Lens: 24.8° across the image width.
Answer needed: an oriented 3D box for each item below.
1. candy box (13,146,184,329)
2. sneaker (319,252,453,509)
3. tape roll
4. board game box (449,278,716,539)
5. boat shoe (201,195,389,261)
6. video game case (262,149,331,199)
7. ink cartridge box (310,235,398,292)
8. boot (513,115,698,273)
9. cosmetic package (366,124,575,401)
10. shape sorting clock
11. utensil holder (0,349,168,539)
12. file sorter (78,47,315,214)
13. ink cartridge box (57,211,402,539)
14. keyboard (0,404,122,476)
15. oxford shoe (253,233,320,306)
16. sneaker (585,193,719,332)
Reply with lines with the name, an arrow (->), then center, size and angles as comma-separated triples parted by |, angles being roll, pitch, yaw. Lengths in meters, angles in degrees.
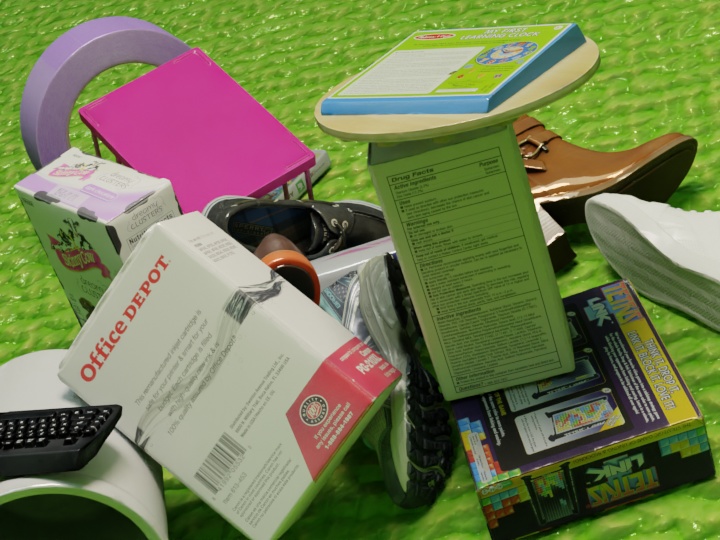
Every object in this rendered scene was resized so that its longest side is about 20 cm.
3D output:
candy box -> -0.199, 0.008, 1.420 | 0.071, 0.201, 0.167 | -35, 32, -26
sneaker -> 0.012, 0.091, 1.241 | 0.086, 0.078, 0.202 | -22, 58, 21
tape roll -> -0.242, -0.153, 1.670 | 0.199, 0.202, 0.066 | -29, 30, -15
board game box -> 0.150, 0.098, 1.200 | 0.164, 0.057, 0.201 | -17, 29, 2
boat shoe -> -0.044, -0.031, 1.454 | 0.198, 0.069, 0.057 | 3, 3, -24
video game case -> -0.156, -0.072, 1.707 | 0.198, 0.022, 0.182 | 4, 38, 38
ink cartridge box -> 0.000, 0.000, 1.392 | 0.194, 0.044, 0.200 | -18, 6, 4
boot -> 0.181, -0.094, 1.443 | 0.199, 0.077, 0.156 | -36, 53, -2
cosmetic package -> 0.081, -0.016, 1.170 | 0.102, 0.202, 0.073 | -13, 27, 9
shape sorting clock -> 0.066, -0.125, 1.116 | 0.198, 0.040, 0.200 | -14, 25, 7
utensil holder -> -0.223, 0.175, 1.198 | 0.168, 0.171, 0.200 | -20, 27, 0
file sorter -> -0.150, -0.087, 1.564 | 0.138, 0.126, 0.200 | -31, 53, -21
ink cartridge box -> -0.094, 0.075, 1.175 | 0.145, 0.199, 0.084 | -54, -8, 17
keyboard -> -0.268, 0.112, 1.107 | 0.198, 0.040, 0.104 | -7, 25, 15
oxford shoe -> -0.075, 0.069, 1.270 | 0.070, 0.202, 0.073 | 10, 22, -19
sneaker -> 0.280, -0.025, 1.313 | 0.115, 0.074, 0.200 | -30, 41, -20
